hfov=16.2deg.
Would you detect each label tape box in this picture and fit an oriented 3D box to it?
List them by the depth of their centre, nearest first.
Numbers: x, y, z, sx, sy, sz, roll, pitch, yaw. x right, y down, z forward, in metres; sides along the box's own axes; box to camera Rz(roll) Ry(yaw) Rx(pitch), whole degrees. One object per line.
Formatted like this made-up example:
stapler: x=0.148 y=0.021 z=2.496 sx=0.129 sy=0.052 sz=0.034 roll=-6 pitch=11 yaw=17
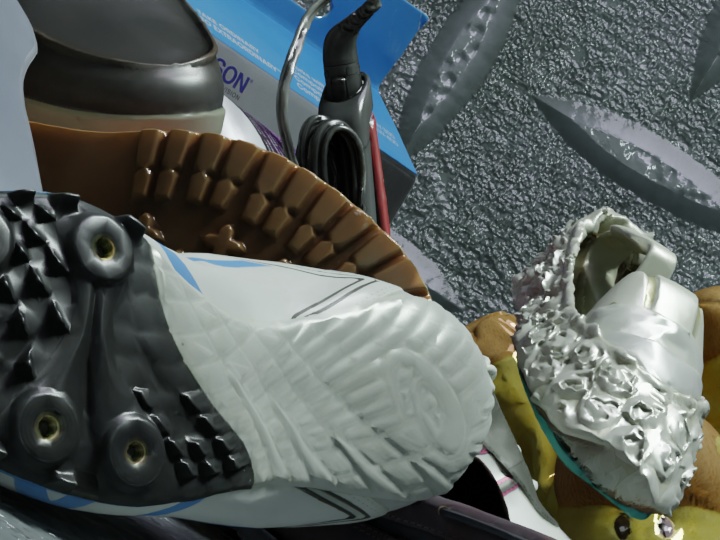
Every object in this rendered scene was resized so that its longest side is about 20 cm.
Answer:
label tape box: x=-0.054 y=-0.049 z=1.071 sx=0.143 sy=0.200 sz=0.066 roll=32 pitch=0 yaw=-39

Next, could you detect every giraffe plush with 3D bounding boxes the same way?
giraffe plush: x=0.110 y=0.102 z=1.012 sx=0.200 sy=0.172 sz=0.162 roll=67 pitch=12 yaw=0

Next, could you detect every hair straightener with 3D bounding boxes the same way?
hair straightener: x=0.000 y=0.000 z=0.877 sx=0.041 sy=0.201 sz=0.077 roll=0 pitch=8 yaw=16

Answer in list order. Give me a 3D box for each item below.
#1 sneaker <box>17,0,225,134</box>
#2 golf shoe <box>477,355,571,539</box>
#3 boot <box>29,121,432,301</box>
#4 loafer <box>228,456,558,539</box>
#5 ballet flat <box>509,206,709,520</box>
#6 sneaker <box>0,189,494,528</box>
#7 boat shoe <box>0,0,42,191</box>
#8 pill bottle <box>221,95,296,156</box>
sneaker: x=-0.101 y=-0.117 z=0.795 sx=0.075 sy=0.106 sz=0.200 roll=-5 pitch=30 yaw=-36
golf shoe: x=0.030 y=0.068 z=0.822 sx=0.200 sy=0.088 sz=0.077 roll=33 pitch=-3 yaw=-8
boot: x=-0.064 y=0.003 z=0.747 sx=0.200 sy=0.075 sz=0.107 roll=17 pitch=-12 yaw=18
loafer: x=0.033 y=0.080 z=0.678 sx=0.072 sy=0.063 sz=0.200 roll=31 pitch=0 yaw=-45
ballet flat: x=0.091 y=0.021 z=0.910 sx=0.072 sy=0.072 sz=0.200 roll=32 pitch=13 yaw=-13
sneaker: x=-0.050 y=0.027 z=0.596 sx=0.072 sy=0.072 sz=0.200 roll=-12 pitch=-17 yaw=38
boat shoe: x=-0.129 y=-0.051 z=0.666 sx=0.074 sy=0.065 sz=0.200 roll=53 pitch=10 yaw=-25
pill bottle: x=-0.069 y=-0.009 z=0.916 sx=0.112 sy=0.113 sz=0.200 roll=32 pitch=-1 yaw=19
